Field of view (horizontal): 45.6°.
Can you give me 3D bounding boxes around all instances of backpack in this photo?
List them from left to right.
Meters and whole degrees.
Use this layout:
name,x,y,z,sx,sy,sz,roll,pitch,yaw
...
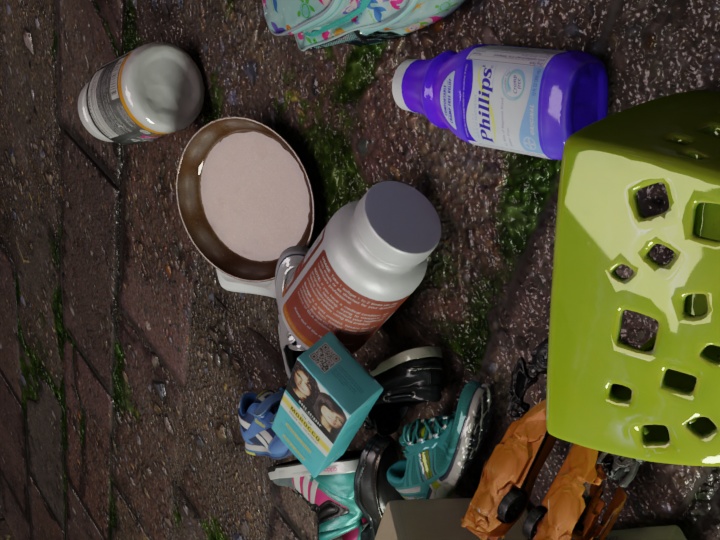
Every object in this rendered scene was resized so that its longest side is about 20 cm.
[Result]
name,x,y,z,sx,sy,sz,roll,pitch,yaw
backpack,0.001,-0.287,0.737,0.199,0.150,0.179,3,107,46

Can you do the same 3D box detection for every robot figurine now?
name,x,y,z,sx,sy,sz,roll,pitch,yaw
robot figurine,0.171,0.154,0.722,0.145,0.058,0.201,30,94,42

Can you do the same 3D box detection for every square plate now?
name,x,y,z,sx,sy,sz,roll,pitch,yaw
square plate,-0.153,-0.059,1.124,0.197,0.028,0.202,8,111,51

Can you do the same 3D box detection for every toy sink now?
name,x,y,z,sx,sy,sz,roll,pitch,yaw
toy sink,0.116,0.305,0.854,0.113,0.198,0.131,-106,23,-49

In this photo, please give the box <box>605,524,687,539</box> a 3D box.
name,x,y,z,sx,sy,sz,roll,pitch,yaw
box,0.193,0.314,0.693,0.109,0.199,0.128,57,143,0

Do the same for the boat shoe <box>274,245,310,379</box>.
name,x,y,z,sx,sy,sz,roll,pitch,yaw
boat shoe,-0.062,0.072,1.016,0.065,0.073,0.202,-85,-14,-64

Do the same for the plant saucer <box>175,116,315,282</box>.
name,x,y,z,sx,sy,sz,roll,pitch,yaw
plant saucer,-0.135,-0.086,1.036,0.198,0.034,0.202,8,109,24

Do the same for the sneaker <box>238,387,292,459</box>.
name,x,y,z,sx,sy,sz,roll,pitch,yaw
sneaker,-0.108,0.202,1.146,0.199,0.074,0.083,-13,93,52

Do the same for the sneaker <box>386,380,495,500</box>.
name,x,y,z,sx,sy,sz,roll,pitch,yaw
sneaker,0.078,0.182,0.879,0.079,0.078,0.201,33,132,12

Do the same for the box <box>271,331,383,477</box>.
name,x,y,z,sx,sy,sz,roll,pitch,yaw
box,-0.041,0.151,0.930,0.082,0.049,0.200,46,149,15

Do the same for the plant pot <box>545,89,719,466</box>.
name,x,y,z,sx,sy,sz,roll,pitch,yaw
plant pot,0.241,0.009,0.519,0.181,0.199,0.201,18,119,40

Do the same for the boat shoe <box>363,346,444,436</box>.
name,x,y,z,sx,sy,sz,roll,pitch,yaw
boat shoe,0.027,0.147,0.944,0.199,0.074,0.067,-35,60,43

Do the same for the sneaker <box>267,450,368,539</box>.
name,x,y,z,sx,sy,sz,roll,pitch,yaw
sneaker,-0.046,0.300,1.106,0.199,0.083,0.122,-19,81,52

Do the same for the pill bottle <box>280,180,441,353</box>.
name,x,y,z,sx,sy,sz,roll,pitch,yaw
pill bottle,0.000,0.000,0.884,0.113,0.112,0.200,58,142,16

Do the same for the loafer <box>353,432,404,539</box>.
name,x,y,z,sx,sy,sz,roll,pitch,yaw
loafer,0.041,0.276,0.998,0.072,0.073,0.202,18,129,37

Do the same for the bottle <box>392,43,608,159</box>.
name,x,y,z,sx,sy,sz,roll,pitch,yaw
bottle,0.109,-0.147,0.718,0.199,0.065,0.084,22,123,46

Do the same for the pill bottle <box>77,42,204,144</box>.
name,x,y,z,sx,sy,sz,roll,pitch,yaw
pill bottle,-0.305,-0.234,1.168,0.199,0.116,0.118,-1,105,53
